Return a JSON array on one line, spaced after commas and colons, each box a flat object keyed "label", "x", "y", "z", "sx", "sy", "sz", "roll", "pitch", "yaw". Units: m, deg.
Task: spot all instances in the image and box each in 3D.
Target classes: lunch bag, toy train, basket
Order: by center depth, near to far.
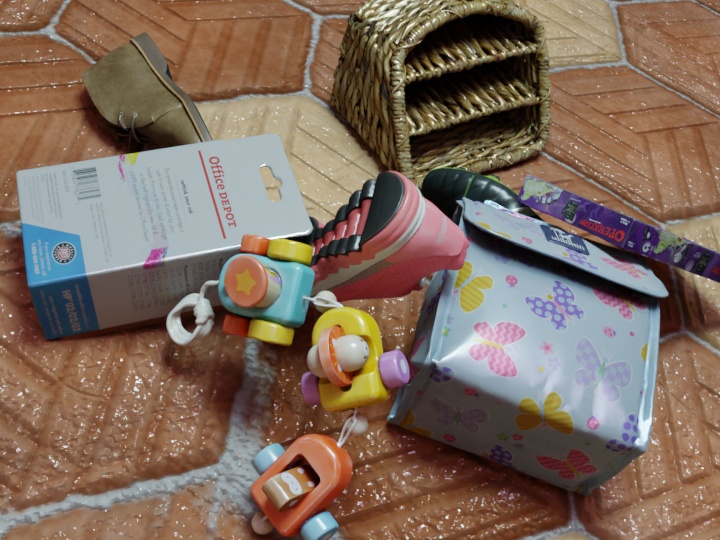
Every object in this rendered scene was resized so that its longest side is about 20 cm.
[{"label": "toy train", "x": -0.058, "y": 0.068, "z": 0.602, "sx": 0.200, "sy": 0.150, "sz": 0.056, "roll": 53, "pitch": 13, "yaw": 23}, {"label": "lunch bag", "x": 0.131, "y": 0.039, "z": 0.707, "sx": 0.169, "sy": 0.127, "sz": 0.200, "roll": 22, "pitch": 52, "yaw": -1}, {"label": "basket", "x": 0.095, "y": -0.189, "z": 0.907, "sx": 0.200, "sy": 0.143, "sz": 0.149, "roll": -18, "pitch": 55, "yaw": -32}]

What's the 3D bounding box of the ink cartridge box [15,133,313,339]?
[{"label": "ink cartridge box", "x": -0.145, "y": -0.030, "z": 0.702, "sx": 0.199, "sy": 0.068, "sz": 0.115, "roll": -11, "pitch": 52, "yaw": -14}]

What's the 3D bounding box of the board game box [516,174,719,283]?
[{"label": "board game box", "x": 0.240, "y": -0.030, "z": 0.805, "sx": 0.200, "sy": 0.032, "sz": 0.120, "roll": 14, "pitch": 17, "yaw": -40}]

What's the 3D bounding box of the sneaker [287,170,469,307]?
[{"label": "sneaker", "x": 0.000, "y": 0.000, "z": 0.683, "sx": 0.087, "sy": 0.200, "sz": 0.074, "roll": 29, "pitch": 62, "yaw": -24}]

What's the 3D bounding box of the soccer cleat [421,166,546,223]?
[{"label": "soccer cleat", "x": 0.129, "y": -0.020, "z": 0.819, "sx": 0.200, "sy": 0.068, "sz": 0.081, "roll": 35, "pitch": 59, "yaw": 14}]

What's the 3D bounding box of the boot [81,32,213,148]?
[{"label": "boot", "x": -0.178, "y": -0.125, "z": 0.818, "sx": 0.075, "sy": 0.074, "sz": 0.200, "roll": -29, "pitch": 57, "yaw": -16}]
